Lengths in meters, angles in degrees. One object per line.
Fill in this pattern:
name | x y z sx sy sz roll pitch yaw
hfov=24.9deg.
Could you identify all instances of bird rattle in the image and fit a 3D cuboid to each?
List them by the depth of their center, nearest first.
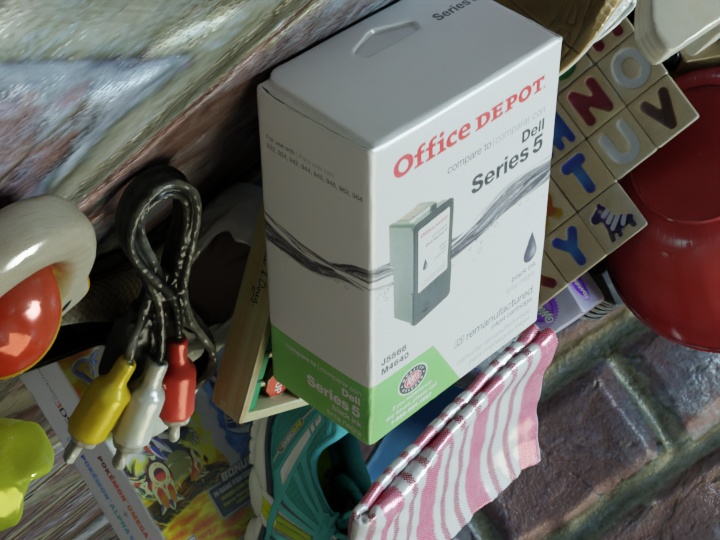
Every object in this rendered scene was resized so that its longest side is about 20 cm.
bird rattle | -0.182 0.027 0.694 0.163 0.112 0.200 -47 164 -16

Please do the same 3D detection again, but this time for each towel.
towel | 0.059 0.139 1.066 0.200 0.030 0.147 -43 153 -29

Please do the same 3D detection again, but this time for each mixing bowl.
mixing bowl | 0.236 -0.057 1.072 0.200 0.201 0.108 -37 147 10

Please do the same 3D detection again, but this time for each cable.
cable | -0.102 0.028 0.879 0.097 0.050 0.201 -12 142 -34

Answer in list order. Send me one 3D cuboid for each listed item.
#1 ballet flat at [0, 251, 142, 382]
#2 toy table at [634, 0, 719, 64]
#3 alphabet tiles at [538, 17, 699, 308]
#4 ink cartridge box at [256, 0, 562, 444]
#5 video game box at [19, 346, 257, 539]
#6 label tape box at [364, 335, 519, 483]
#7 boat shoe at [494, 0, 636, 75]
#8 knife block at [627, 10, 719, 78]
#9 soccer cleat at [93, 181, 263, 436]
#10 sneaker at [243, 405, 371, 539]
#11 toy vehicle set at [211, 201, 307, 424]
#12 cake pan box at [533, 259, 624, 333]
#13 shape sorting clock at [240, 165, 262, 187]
ballet flat | -0.180 0.042 0.881 0.067 0.047 0.200 -39 175 36
toy table | 0.178 -0.192 0.800 0.183 0.117 0.200 -35 175 -12
alphabet tiles | 0.111 -0.078 1.050 0.200 0.168 0.008 -39 172 24
ink cartridge box | 0.026 -0.031 0.873 0.145 0.084 0.201 -33 140 -32
video game box | -0.110 0.106 1.122 0.047 0.183 0.200 -37 175 39
label tape box | 0.067 0.105 1.191 0.200 0.066 0.144 -49 169 -49
boat shoe | 0.126 -0.162 0.949 0.200 0.071 0.069 -39 173 18
knife block | 0.223 -0.152 1.140 0.064 0.199 0.176 -43 -160 55
soccer cleat | -0.110 0.033 0.980 0.201 0.069 0.078 -56 -168 25
sneaker | -0.029 0.165 1.059 0.077 0.079 0.202 -28 125 -44
toy vehicle set | -0.012 -0.013 0.942 0.124 0.026 0.201 -13 128 -47
cake pan box | 0.117 -0.049 1.167 0.052 0.201 0.184 -36 173 26
shape sorting clock | 0.000 0.000 1.031 0.200 0.200 0.039 -38 -144 20
